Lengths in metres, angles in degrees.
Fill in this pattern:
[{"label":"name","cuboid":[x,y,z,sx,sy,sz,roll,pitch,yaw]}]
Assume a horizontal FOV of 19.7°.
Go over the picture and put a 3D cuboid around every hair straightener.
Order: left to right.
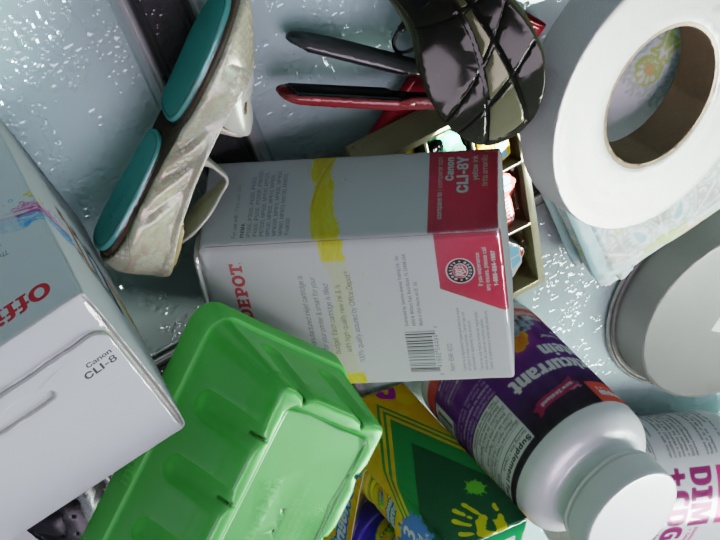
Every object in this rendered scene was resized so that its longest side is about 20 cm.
[{"label":"hair straightener","cuboid":[0.046,-0.140,1.353,0.198,0.041,0.078,5,106,-14]}]

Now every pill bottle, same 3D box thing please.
[{"label":"pill bottle","cuboid":[0.141,0.122,1.539,0.111,0.200,0.112,-22,136,-24]},{"label":"pill bottle","cuboid":[0.253,0.175,1.723,0.199,0.114,0.114,-3,129,-29]}]

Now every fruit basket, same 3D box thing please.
[{"label":"fruit basket","cuboid":[-0.097,0.127,1.350,0.155,0.216,0.216,26,112,-40]}]

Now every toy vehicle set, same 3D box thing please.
[{"label":"toy vehicle set","cuboid":[0.063,-0.037,1.466,0.124,0.027,0.201,-28,139,-12]}]

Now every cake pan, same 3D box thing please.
[{"label":"cake pan","cuboid":[0.293,0.025,1.671,0.199,0.037,0.201,-16,134,-17]}]

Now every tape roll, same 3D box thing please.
[{"label":"tape roll","cuboid":[0.192,-0.125,1.391,0.202,0.037,0.204,-24,132,-30]}]

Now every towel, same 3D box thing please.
[{"label":"towel","cuboid":[0.208,-0.095,1.511,0.171,0.048,0.200,-34,137,-4]}]

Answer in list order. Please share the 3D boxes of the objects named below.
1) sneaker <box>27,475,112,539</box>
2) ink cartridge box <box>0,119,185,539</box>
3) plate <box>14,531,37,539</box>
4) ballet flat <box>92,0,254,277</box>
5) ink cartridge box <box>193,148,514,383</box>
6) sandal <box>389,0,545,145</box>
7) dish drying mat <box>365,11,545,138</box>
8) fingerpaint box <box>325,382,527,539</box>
[{"label":"sneaker","cuboid":[-0.188,0.120,1.369,0.199,0.076,0.114,-19,126,39]},{"label":"ink cartridge box","cuboid":[-0.224,0.032,1.251,0.145,0.200,0.145,-33,136,0]},{"label":"plate","cuboid":[-0.218,0.230,1.488,0.198,0.032,0.202,-7,112,0]},{"label":"ballet flat","cuboid":[-0.103,-0.085,1.308,0.062,0.068,0.201,21,110,-25]},{"label":"ink cartridge box","cuboid":[0.000,0.000,1.383,0.198,0.084,0.146,-3,137,6]},{"label":"sandal","cuboid":[0.055,-0.174,1.311,0.079,0.057,0.202,-28,106,11]},{"label":"dish drying mat","cuboid":[0.044,-0.102,1.426,0.076,0.018,0.201,18,115,-42]},{"label":"fingerpaint box","cuboid":[0.037,0.219,1.590,0.073,0.167,0.201,-18,136,-29]}]
